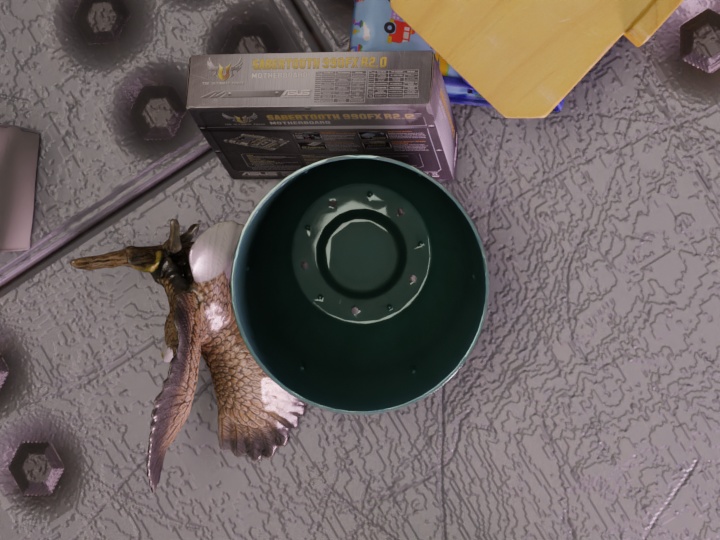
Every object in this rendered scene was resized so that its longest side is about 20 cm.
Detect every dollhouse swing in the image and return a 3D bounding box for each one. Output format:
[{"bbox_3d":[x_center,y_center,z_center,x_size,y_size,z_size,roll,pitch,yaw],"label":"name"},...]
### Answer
[{"bbox_3d":[0.139,-0.245,1.418,0.200,0.182,0.176,42,112,-6],"label":"dollhouse swing"}]

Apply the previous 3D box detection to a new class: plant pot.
[{"bbox_3d":[0.000,0.000,1.435,0.199,0.161,0.202,0,99,0],"label":"plant pot"}]

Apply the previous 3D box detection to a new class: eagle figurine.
[{"bbox_3d":[-0.135,0.067,1.494,0.151,0.151,0.201,-21,76,0],"label":"eagle figurine"}]

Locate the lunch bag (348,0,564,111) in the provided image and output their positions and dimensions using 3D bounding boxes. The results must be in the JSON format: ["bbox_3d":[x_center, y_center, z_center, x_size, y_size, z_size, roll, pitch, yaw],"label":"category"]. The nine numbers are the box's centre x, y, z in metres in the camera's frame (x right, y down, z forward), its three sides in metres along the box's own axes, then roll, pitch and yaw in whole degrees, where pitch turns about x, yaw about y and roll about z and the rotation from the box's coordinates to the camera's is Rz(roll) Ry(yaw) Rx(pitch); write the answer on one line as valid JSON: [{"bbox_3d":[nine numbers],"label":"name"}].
[{"bbox_3d":[0.094,-0.216,1.471,0.198,0.094,0.152,7,83,-3],"label":"lunch bag"}]

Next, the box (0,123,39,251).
[{"bbox_3d":[-0.394,-0.079,1.534,0.198,0.128,0.110,6,92,11],"label":"box"}]

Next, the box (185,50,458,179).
[{"bbox_3d":[-0.028,-0.124,1.449,0.198,0.158,0.049,0,71,11],"label":"box"}]
